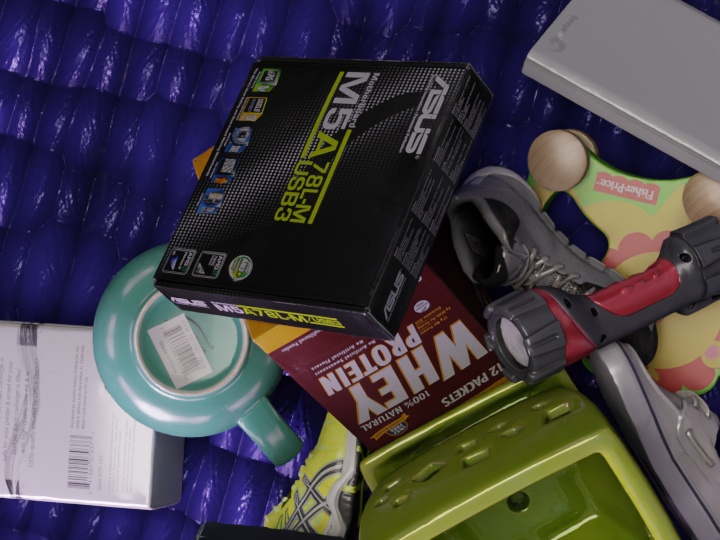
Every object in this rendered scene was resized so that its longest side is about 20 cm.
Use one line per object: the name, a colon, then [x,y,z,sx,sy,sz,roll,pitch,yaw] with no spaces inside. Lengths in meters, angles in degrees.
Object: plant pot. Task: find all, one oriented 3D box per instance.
plant pot: [0.118,0.193,1.435,0.199,0.182,0.200,-29,111,4]

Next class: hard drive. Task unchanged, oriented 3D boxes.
hard drive: [0.243,-0.150,1.532,0.200,0.026,0.132,31,56,13]

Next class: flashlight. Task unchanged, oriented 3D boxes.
flashlight: [0.186,0.017,1.447,0.200,0.068,0.068,-25,68,-23]

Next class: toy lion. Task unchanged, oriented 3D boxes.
toy lion: [0.214,0.001,1.556,0.199,0.069,0.192,16,99,14]

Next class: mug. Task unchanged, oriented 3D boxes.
mug: [-0.116,0.057,1.536,0.185,0.114,0.152,17,87,-4]

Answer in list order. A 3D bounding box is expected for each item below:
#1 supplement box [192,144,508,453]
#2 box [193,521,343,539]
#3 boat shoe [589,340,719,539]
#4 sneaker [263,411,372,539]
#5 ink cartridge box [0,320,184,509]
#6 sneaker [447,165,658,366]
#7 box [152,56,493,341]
supplement box: [0.000,0.000,1.497,0.133,0.200,0.198,-32,47,11]
box: [-0.085,0.332,1.503,0.124,0.197,0.200,3,122,12]
boat shoe: [0.240,0.123,1.504,0.066,0.072,0.200,-33,109,-3]
sneaker: [-0.038,0.192,1.597,0.076,0.075,0.201,12,89,13]
ink cartridge box: [-0.251,0.117,1.649,0.199,0.083,0.146,3,89,14]
sneaker: [0.133,0.012,1.497,0.200,0.115,0.075,45,115,8]
box: [-0.027,-0.056,1.383,0.193,0.048,0.200,6,64,39]
